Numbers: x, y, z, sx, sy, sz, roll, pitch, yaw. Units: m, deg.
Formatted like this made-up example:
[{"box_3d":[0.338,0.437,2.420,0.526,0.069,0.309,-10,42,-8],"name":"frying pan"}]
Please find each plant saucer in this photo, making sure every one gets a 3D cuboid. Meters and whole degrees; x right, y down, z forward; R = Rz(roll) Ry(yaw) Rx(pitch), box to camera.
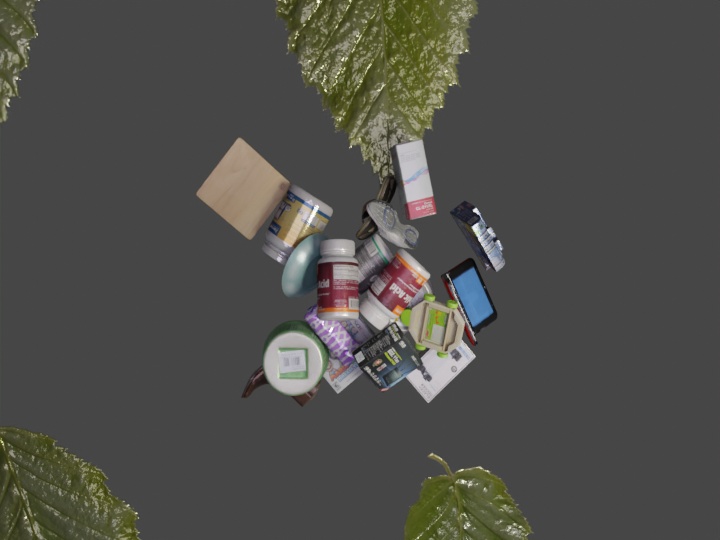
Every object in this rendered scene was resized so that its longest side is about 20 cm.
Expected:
[{"box_3d":[-0.138,-0.003,1.628,0.038,0.200,0.205,30,93,28],"name":"plant saucer"}]

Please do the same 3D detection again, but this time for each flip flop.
[{"box_3d":[0.039,-0.182,1.681,0.057,0.081,0.205,27,96,26],"name":"flip flop"}]

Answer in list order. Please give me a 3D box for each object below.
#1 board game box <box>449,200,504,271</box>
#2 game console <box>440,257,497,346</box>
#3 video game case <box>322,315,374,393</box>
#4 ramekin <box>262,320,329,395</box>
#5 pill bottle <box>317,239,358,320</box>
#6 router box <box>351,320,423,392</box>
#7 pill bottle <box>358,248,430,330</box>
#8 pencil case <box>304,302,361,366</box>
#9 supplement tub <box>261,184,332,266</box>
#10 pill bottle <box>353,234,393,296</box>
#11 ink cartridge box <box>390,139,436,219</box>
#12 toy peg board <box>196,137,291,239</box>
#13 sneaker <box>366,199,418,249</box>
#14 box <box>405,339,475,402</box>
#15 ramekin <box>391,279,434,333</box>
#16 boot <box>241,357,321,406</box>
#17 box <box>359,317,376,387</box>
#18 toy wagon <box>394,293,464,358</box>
[{"box_3d":[0.352,-0.081,1.652,0.061,0.201,0.202,-34,109,3],"name":"board game box"},{"box_3d":[0.320,0.085,1.658,0.116,0.172,0.205,-26,95,5],"name":"game console"},{"box_3d":[-0.052,0.229,1.696,0.199,0.024,0.183,-40,95,13],"name":"video game case"},{"box_3d":[-0.186,0.251,1.638,0.192,0.098,0.208,0,95,-1],"name":"ramekin"},{"box_3d":[-0.061,0.027,1.553,0.110,0.114,0.208,-1,81,-1],"name":"pill bottle"},{"box_3d":[0.079,0.244,1.621,0.148,0.201,0.063,-35,53,1],"name":"router box"},{"box_3d":[0.089,0.054,1.579,0.113,0.114,0.202,38,98,-4],"name":"pill bottle"},{"box_3d":[-0.075,0.172,1.636,0.085,0.084,0.202,-38,97,2],"name":"pencil case"},{"box_3d":[-0.181,-0.120,1.640,0.142,0.145,0.204,30,93,-4],"name":"supplement tub"},{"box_3d":[0.000,0.000,1.666,0.198,0.113,0.114,-37,95,9],"name":"pill bottle"},{"box_3d":[0.147,-0.252,1.635,0.080,0.146,0.208,-12,95,-1],"name":"ink cartridge box"},{"box_3d":[-0.333,-0.238,1.666,0.198,0.098,0.201,39,93,-20],"name":"toy peg board"},{"box_3d":[0.079,-0.121,1.645,0.199,0.086,0.076,42,60,-30],"name":"sneaker"},{"box_3d":[0.232,0.277,1.725,0.199,0.060,0.117,-42,94,3],"name":"box"},{"box_3d":[0.124,0.088,1.690,0.194,0.094,0.211,0,95,-1],"name":"ramekin"},{"box_3d":[-0.233,0.355,1.726,0.198,0.064,0.188,37,95,-9],"name":"boot"},{"box_3d":[0.013,0.235,1.730,0.200,0.035,0.110,44,93,-4],"name":"box"},{"box_3d":[0.189,0.144,1.606,0.194,0.039,0.161,17,108,23],"name":"toy wagon"}]
